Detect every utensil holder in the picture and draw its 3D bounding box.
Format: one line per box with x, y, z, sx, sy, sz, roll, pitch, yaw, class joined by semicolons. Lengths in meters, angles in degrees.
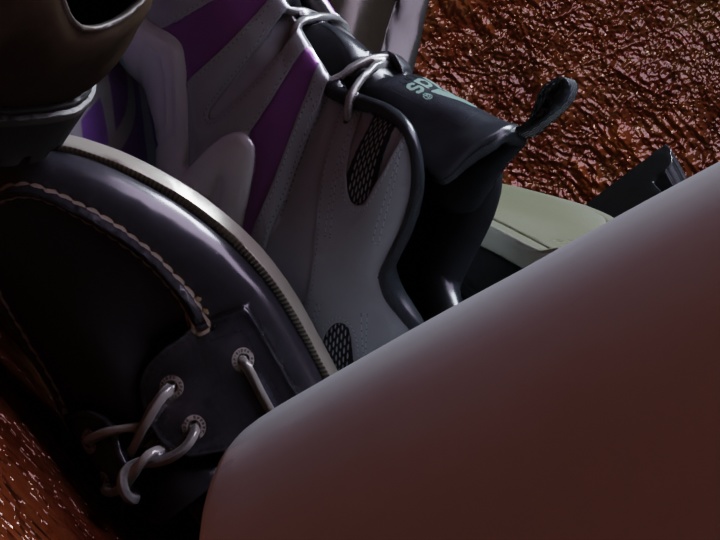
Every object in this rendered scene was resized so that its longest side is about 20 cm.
0.084;0.069;0.641;0.170;0.199;0.171;39;35;-35;utensil holder

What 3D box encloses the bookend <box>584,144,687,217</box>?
0.135;0.076;1.252;0.199;0.200;0.092;51;-2;44;bookend

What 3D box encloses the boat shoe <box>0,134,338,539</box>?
-0.043;0.046;0.728;0.200;0.072;0.063;50;28;-15;boat shoe

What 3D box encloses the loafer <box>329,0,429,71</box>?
-0.010;-0.119;0.899;0.071;0.073;0.201;40;46;-35;loafer

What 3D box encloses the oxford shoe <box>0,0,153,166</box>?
-0.122;-0.068;0.621;0.073;0.084;0.200;53;32;11;oxford shoe

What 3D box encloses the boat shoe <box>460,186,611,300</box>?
0.061;0.016;0.816;0.074;0.067;0.199;5;13;-30;boat shoe

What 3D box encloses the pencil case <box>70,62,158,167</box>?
-0.104;-0.035;0.814;0.200;0.085;0.085;41;46;-57;pencil case

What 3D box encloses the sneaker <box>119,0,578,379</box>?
-0.002;-0.058;0.768;0.078;0.139;0.202;-9;92;-63;sneaker
